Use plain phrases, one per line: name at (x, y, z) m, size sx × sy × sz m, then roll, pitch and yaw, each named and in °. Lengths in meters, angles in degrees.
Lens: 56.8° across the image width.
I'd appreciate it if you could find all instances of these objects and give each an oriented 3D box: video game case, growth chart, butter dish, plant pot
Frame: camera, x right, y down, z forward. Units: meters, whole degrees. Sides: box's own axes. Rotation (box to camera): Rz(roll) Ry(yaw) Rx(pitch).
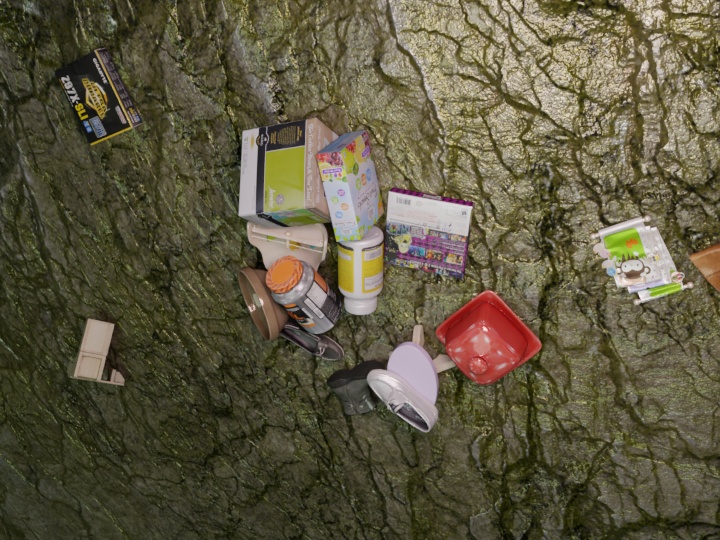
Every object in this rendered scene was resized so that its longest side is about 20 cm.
video game case at (0.155, -0.086, 1.540) m, size 0.197 × 0.036 × 0.183 m, roll 12°, pitch 119°, yaw 17°
growth chart at (0.587, -0.019, 1.409) m, size 0.144 × 0.018 × 0.201 m, roll -29°, pitch 101°, yaw 32°
butter dish at (0.287, 0.187, 1.557) m, size 0.200 × 0.148 × 0.200 m, roll 46°, pitch 123°, yaw -4°
plant pot at (-0.236, 0.074, 1.724) m, size 0.201 × 0.092 × 0.202 m, roll 51°, pitch 154°, yaw 35°

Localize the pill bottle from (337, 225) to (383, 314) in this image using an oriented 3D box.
pill bottle at (0.000, 0.000, 1.602) m, size 0.110 × 0.111 × 0.202 m, roll 9°, pitch 118°, yaw 18°

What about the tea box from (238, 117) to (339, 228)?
tea box at (-0.155, -0.212, 1.496) m, size 0.194 × 0.133 × 0.203 m, roll -3°, pitch 79°, yaw 25°

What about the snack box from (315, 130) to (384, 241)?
snack box at (-0.019, -0.189, 1.481) m, size 0.067 × 0.169 × 0.202 m, roll -2°, pitch 116°, yaw 23°

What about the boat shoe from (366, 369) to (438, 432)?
boat shoe at (0.095, 0.318, 1.608) m, size 0.199 × 0.069 × 0.072 m, roll 40°, pitch 122°, yaw 1°

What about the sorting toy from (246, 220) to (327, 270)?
sorting toy at (-0.173, -0.053, 1.661) m, size 0.197 × 0.107 × 0.182 m, roll 13°, pitch 132°, yaw 5°

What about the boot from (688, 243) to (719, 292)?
boot at (0.744, -0.071, 1.306) m, size 0.188 × 0.069 × 0.199 m, roll 47°, pitch 130°, yaw -14°

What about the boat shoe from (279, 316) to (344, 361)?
boat shoe at (-0.139, 0.193, 1.787) m, size 0.199 × 0.057 × 0.067 m, roll 32°, pitch 123°, yaw 5°

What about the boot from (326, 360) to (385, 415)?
boot at (0.012, 0.321, 1.793) m, size 0.199 × 0.068 × 0.131 m, roll -20°, pitch 111°, yaw 37°

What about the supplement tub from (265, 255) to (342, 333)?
supplement tub at (-0.139, 0.058, 1.637) m, size 0.121 × 0.124 × 0.200 m, roll -12°, pitch 140°, yaw 27°

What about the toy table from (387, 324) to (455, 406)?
toy table at (0.142, 0.248, 1.665) m, size 0.182 × 0.117 × 0.202 m, roll 11°, pitch 118°, yaw 17°

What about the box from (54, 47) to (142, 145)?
box at (-0.667, -0.439, 1.694) m, size 0.158 × 0.049 × 0.202 m, roll -11°, pitch 110°, yaw 28°

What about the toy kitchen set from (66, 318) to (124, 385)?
toy kitchen set at (-0.811, 0.259, 2.100) m, size 0.162 × 0.183 × 0.199 m, roll 16°, pitch 168°, yaw -28°
